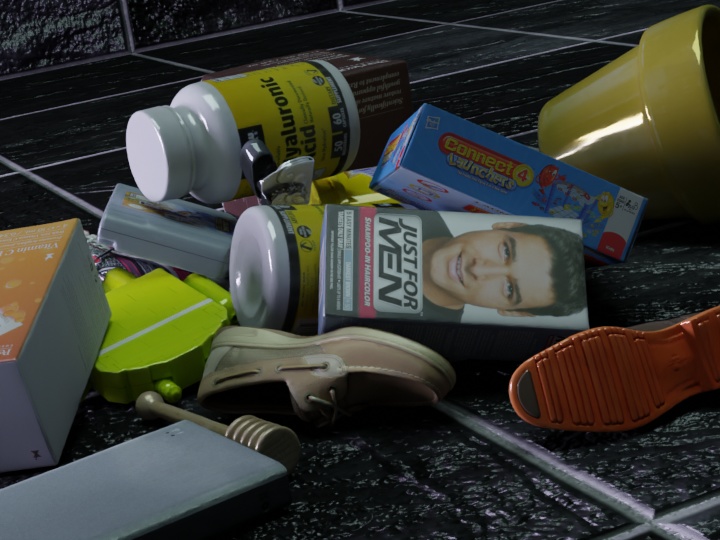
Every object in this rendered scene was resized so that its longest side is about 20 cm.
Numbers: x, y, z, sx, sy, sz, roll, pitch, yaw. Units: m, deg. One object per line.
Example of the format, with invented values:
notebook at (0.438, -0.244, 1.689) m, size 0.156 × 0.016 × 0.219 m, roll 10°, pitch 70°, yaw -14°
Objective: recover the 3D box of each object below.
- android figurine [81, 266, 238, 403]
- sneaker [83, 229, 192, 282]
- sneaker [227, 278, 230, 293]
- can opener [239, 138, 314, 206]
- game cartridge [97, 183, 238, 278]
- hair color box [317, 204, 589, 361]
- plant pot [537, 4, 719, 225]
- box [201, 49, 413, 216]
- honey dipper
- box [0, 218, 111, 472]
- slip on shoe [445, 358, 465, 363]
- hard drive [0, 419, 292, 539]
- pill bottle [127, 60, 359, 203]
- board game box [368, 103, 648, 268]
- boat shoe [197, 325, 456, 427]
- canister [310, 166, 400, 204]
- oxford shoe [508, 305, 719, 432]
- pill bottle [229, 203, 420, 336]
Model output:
android figurine at (-0.184, 0.055, 1.311) m, size 0.181 × 0.041 × 0.200 m, roll -27°, pitch 34°, yaw -29°
sneaker at (-0.254, 0.009, 1.476) m, size 0.199 × 0.081 × 0.075 m, roll 3°, pitch 22°, yaw 32°
sneaker at (-0.018, 0.008, 1.399) m, size 0.199 × 0.074 × 0.079 m, roll -24°, pitch 31°, yaw -27°
can opener at (-0.074, -0.048, 1.413) m, size 0.052 × 0.200 × 0.067 m, roll -26°, pitch 62°, yaw -19°
game cartridge at (-0.171, -0.037, 1.449) m, size 0.132 × 0.042 × 0.200 m, roll 11°, pitch 9°, yaw -8°
hair color box at (0.069, 0.011, 1.192) m, size 0.198 × 0.061 × 0.100 m, roll 3°, pitch 60°, yaw -5°
plant pot at (0.283, -0.131, 1.518) m, size 0.188 × 0.202 × 0.201 m, roll -17°, pitch 10°, yaw 31°
box at (-0.055, -0.146, 1.750) m, size 0.165 × 0.165 × 0.200 m, roll -17°, pitch 18°, yaw -27°
honey dipper at (-0.112, 0.115, 1.137) m, size 0.038 × 0.038 × 0.199 m, roll -19°, pitch 15°, yaw -33°
box at (-0.281, 0.058, 1.206) m, size 0.123 × 0.098 × 0.200 m, roll -8°, pitch 31°, yaw 9°
slip on shoe at (0.049, 0.044, 1.244) m, size 0.199 × 0.062 × 0.074 m, roll -14°, pitch 19°, yaw -14°
hard drive at (-0.164, 0.157, 1.015) m, size 0.199 × 0.033 × 0.139 m, roll -19°, pitch 20°, yaw -32°
pill bottle at (-0.110, -0.124, 1.450) m, size 0.199 × 0.112 × 0.111 m, roll -16°, pitch 18°, yaw -31°
board game box at (0.118, -0.065, 1.323) m, size 0.199 × 0.056 × 0.196 m, roll 23°, pitch -5°, yaw -6°
boat shoe at (-0.026, 0.086, 1.153) m, size 0.199 × 0.071 × 0.065 m, roll 1°, pitch 54°, yaw 27°
canister at (0.053, -0.061, 1.556) m, size 0.198 × 0.087 × 0.149 m, roll -9°, pitch 17°, yaw -8°
oxford shoe at (0.188, 0.072, 1.098) m, size 0.199 × 0.072 × 0.073 m, roll -9°, pitch -4°, yaw -20°
pill bottle at (0.000, 0.000, 1.302) m, size 0.199 × 0.112 × 0.111 m, roll -2°, pitch 12°, yaw -25°
